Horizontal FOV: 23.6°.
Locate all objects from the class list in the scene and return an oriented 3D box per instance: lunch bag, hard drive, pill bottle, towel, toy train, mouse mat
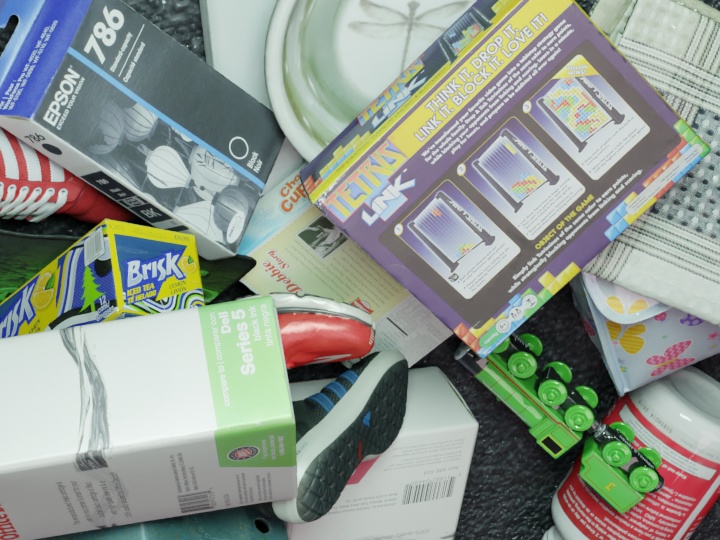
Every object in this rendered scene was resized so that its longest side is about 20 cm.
[{"bbox_3d":[0.228,-0.022,1.234,0.169,0.127,0.200,-21,138,1],"label":"lunch bag"},{"bbox_3d":[-0.035,-0.147,1.110,0.132,0.026,0.200,-15,129,-15],"label":"hard drive"},{"bbox_3d":[0.228,0.179,1.408,0.112,0.112,0.200,16,115,-33],"label":"pill bottle"},{"bbox_3d":[0.207,-0.076,1.131,0.200,0.035,0.193,24,107,-7],"label":"towel"},{"bbox_3d":[0.151,0.109,1.319,0.200,0.042,0.056,43,119,-8],"label":"toy train"},{"bbox_3d":[-0.186,0.018,1.108,0.200,0.008,0.161,5,151,-36],"label":"mouse mat"}]

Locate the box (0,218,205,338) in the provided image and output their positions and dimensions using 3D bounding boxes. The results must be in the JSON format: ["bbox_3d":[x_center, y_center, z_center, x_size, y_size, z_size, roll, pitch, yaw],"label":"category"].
[{"bbox_3d":[-0.181,0.042,1.074,0.070,0.064,0.200,11,149,-41],"label":"box"}]

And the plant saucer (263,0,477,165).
[{"bbox_3d":[0.033,-0.146,1.083,0.200,0.050,0.201,-8,121,-13],"label":"plant saucer"}]

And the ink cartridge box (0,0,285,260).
[{"bbox_3d":[-0.140,-0.097,1.036,0.200,0.039,0.100,33,67,-29],"label":"ink cartridge box"}]

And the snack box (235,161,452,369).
[{"bbox_3d":[0.000,0.000,1.205,0.116,0.037,0.200,-38,137,9],"label":"snack box"}]

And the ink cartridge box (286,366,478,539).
[{"bbox_3d":[-0.003,0.182,1.322,0.145,0.085,0.200,-5,123,-22],"label":"ink cartridge box"}]

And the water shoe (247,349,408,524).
[{"bbox_3d":[-0.029,0.101,1.180,0.079,0.200,0.072,11,113,20],"label":"water shoe"}]

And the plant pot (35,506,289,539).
[{"bbox_3d":[-0.146,0.223,1.180,0.196,0.196,0.200,15,132,-32],"label":"plant pot"}]

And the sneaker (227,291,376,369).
[{"bbox_3d":[-0.085,0.071,1.152,0.199,0.085,0.077,-10,154,1],"label":"sneaker"}]

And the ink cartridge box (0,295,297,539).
[{"bbox_3d":[-0.141,0.093,1.021,0.199,0.084,0.146,-8,156,-6],"label":"ink cartridge box"}]

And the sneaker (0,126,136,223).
[{"bbox_3d":[-0.218,-0.047,1.029,0.200,0.113,0.071,28,138,-33],"label":"sneaker"}]

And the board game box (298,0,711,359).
[{"bbox_3d":[0.090,-0.068,1.074,0.200,0.057,0.165,-43,114,10],"label":"board game box"}]
